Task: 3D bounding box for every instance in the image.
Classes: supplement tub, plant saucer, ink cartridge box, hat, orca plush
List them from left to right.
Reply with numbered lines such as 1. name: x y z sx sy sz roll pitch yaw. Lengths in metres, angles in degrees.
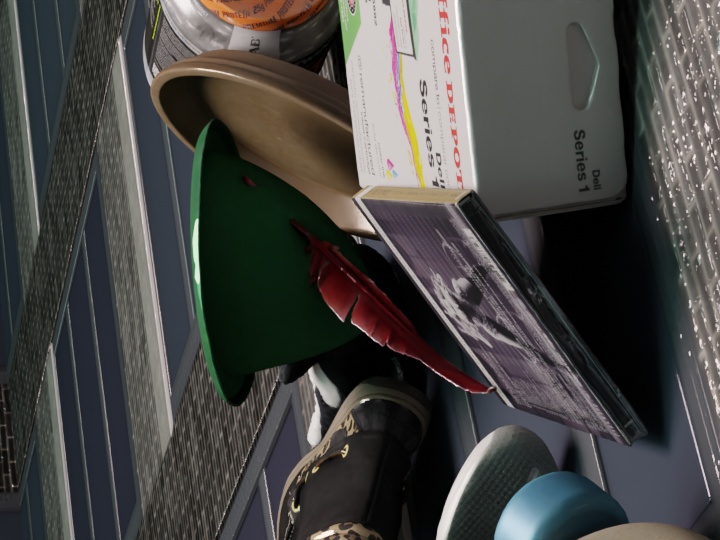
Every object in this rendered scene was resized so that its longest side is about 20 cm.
1. supplement tub: -0.074 -0.169 1.472 0.200 0.122 0.123 122 144 -73
2. plant saucer: -0.036 -0.080 1.424 0.030 0.200 0.200 -65 9 -17
3. hat: 0.000 0.000 1.371 0.166 0.175 0.201 57 -150 -71
4. orca plush: 0.001 0.074 1.482 0.071 0.105 0.201 39 127 26
5. ink cartridge box: 0.059 -0.110 1.205 0.200 0.084 0.145 -158 60 -71

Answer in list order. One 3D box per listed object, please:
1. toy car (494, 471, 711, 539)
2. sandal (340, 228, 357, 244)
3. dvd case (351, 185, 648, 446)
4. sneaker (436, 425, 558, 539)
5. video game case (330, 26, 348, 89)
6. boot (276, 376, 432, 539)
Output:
1. toy car: 0.114 0.229 1.021 0.184 0.177 0.200 38 157 53
2. sandal: -0.015 0.024 1.555 0.200 0.054 0.082 115 177 -71
3. dvd case: 0.068 0.019 1.181 0.149 0.016 0.200 53 170 -11
4. sneaker: 0.065 0.166 1.267 0.080 0.070 0.201 -113 26 -58
5. video game case: 0.014 -0.169 1.445 0.200 0.036 0.182 149 115 -77
6. boot: -0.017 0.180 1.451 0.151 0.073 0.200 -74 11 -47
